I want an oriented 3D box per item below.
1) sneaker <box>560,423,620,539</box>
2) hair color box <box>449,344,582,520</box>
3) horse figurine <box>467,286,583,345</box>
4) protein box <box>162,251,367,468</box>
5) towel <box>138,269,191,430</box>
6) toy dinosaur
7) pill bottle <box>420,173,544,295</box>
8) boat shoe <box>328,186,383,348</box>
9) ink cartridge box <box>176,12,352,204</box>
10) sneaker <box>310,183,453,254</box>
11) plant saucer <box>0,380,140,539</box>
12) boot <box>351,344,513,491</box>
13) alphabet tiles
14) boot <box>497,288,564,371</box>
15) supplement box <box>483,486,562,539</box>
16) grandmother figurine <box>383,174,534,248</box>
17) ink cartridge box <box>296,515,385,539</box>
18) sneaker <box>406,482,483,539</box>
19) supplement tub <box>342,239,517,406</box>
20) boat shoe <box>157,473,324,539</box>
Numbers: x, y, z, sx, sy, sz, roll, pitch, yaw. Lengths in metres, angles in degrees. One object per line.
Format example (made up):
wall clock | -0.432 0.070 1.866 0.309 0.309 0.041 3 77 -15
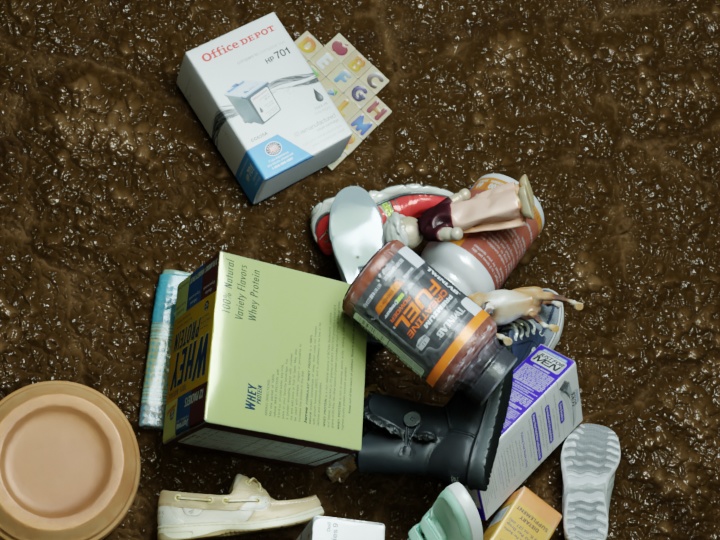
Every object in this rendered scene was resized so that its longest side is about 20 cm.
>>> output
sneaker | 0.283 0.283 1.571 0.073 0.083 0.202 12 47 10
hair color box | 0.191 0.200 1.544 0.199 0.110 0.064 -38 45 -25
horse figurine | 0.178 0.054 1.525 0.197 0.132 0.051 -14 108 -19
protein box | -0.110 0.111 1.454 0.197 0.135 0.202 14 66 -27
towel | -0.190 0.104 1.522 0.144 0.022 0.203 10 68 -13
toy dinosaur | 0.034 0.193 1.543 0.198 0.060 0.108 -26 94 -14
pill bottle | 0.148 -0.022 1.619 0.112 0.112 0.201 39 63 1
boat shoe | 0.000 0.000 1.571 0.070 0.091 0.204 -10 80 -5
ink cartridge box | -0.127 -0.213 1.621 0.145 0.086 0.202 -30 82 -24
sneaker | 0.032 -0.061 1.631 0.197 0.077 0.086 -11 83 -9
plant saucer | -0.350 0.222 1.419 0.197 0.038 0.204 6 68 -14
boot | 0.088 0.161 1.470 0.165 0.077 0.202 9 53 16
alphabet tiles | -0.056 -0.235 1.699 0.166 0.006 0.200 43 64 3
boot | 0.203 0.087 1.595 0.072 0.091 0.201 16 60 28
supplement box | 0.164 0.365 1.501 0.066 0.069 0.201 36 66 2
grandmother figurine | 0.118 -0.064 1.553 0.197 0.121 0.061 -15 104 16
ink cartridge box | -0.035 0.366 1.363 0.083 0.200 0.148 8 67 -9
sneaker | 0.066 0.326 1.410 0.117 0.202 0.074 -15 51 -27
supplement tub | 0.082 0.064 1.410 0.199 0.107 0.107 39 64 9
boat shoe | -0.140 0.272 1.441 0.197 0.074 0.070 -4 76 -17
